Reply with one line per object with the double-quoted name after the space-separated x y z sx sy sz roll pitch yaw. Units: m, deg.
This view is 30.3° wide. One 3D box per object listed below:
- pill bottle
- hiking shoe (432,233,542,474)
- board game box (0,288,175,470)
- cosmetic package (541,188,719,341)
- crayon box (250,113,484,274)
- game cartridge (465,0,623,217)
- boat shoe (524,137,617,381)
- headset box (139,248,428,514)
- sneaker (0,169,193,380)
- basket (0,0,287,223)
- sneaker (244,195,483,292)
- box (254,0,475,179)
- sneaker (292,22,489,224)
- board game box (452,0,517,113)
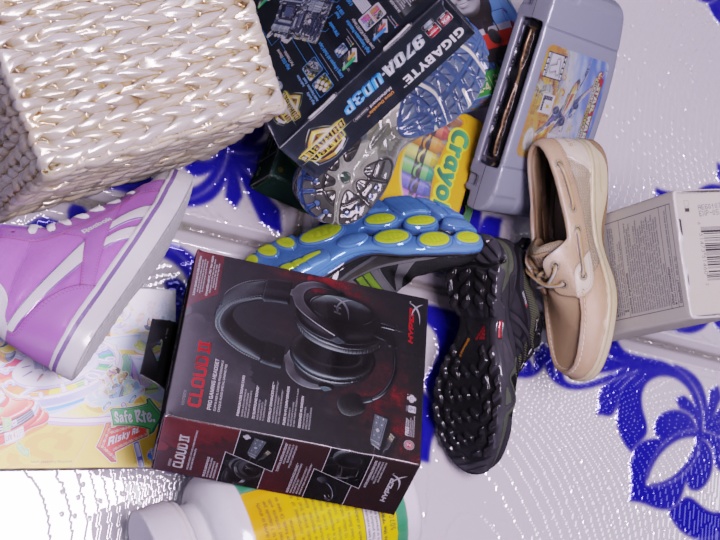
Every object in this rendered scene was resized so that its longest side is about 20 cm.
-0.065 0.191 0.987 0.199 0.113 0.114 -13 86 -26 "pill bottle"
0.119 0.070 1.113 0.100 0.075 0.201 -1 98 -48 "hiking shoe"
-0.235 0.078 0.971 0.199 0.034 0.135 3 79 -25 "board game box"
0.234 0.002 1.113 0.073 0.200 0.104 -3 83 -25 "cosmetic package"
0.022 -0.091 1.113 0.199 0.052 0.126 24 72 -20 "crayon box"
0.161 -0.143 1.133 0.133 0.041 0.201 5 105 -47 "game cartridge"
0.164 -0.009 1.095 0.064 0.071 0.201 -1 86 -31 "boat shoe"
-0.057 0.078 0.958 0.199 0.077 0.149 13 49 -8 "headset box"
-0.203 -0.025 0.961 0.114 0.073 0.201 29 46 2 "sneaker"
-0.188 -0.146 0.944 0.199 0.198 0.162 -19 91 -27 "basket"
0.000 0.000 1.057 0.198 0.071 0.083 -18 133 -5 "sneaker"
-0.020 -0.185 1.001 0.159 0.200 0.046 -42 132 11 "box"
0.015 -0.122 1.033 0.200 0.085 0.077 -45 107 -11 "sneaker"
0.060 -0.230 1.131 0.151 0.037 0.201 -22 80 -39 "board game box"
